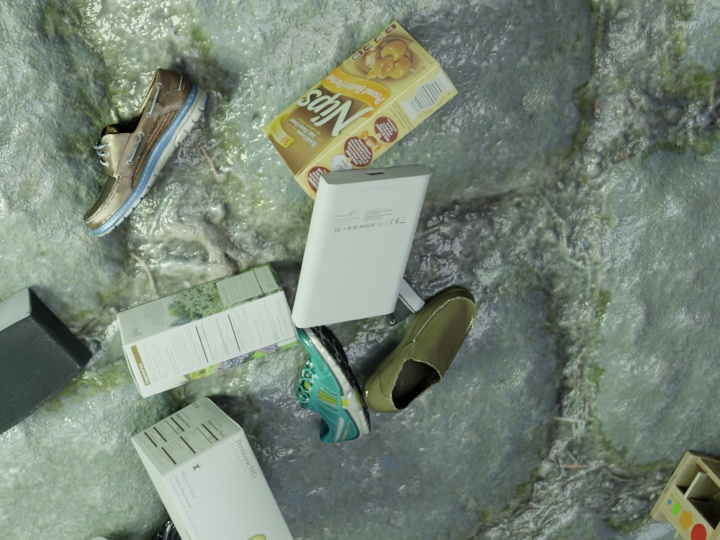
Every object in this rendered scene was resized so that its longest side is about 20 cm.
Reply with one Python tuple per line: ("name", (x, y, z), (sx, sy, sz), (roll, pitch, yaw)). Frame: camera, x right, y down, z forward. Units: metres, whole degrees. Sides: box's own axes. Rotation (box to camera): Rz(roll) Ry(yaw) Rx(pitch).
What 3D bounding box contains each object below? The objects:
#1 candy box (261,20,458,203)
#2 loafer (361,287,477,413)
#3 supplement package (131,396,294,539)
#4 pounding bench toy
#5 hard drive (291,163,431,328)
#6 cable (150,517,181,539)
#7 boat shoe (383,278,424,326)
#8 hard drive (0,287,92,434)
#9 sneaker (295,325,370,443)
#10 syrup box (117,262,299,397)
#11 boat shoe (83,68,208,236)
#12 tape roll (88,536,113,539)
("candy box", (-0.003, -0.178, 1.242), (0.200, 0.116, 0.055), (-38, 132, 3))
("loafer", (0.087, 0.110, 1.433), (0.200, 0.067, 0.076), (-51, 122, -7))
("supplement package", (-0.175, 0.282, 1.367), (0.111, 0.156, 0.201), (-29, 110, -18))
("pounding bench toy", (0.566, 0.346, 1.674), (0.124, 0.156, 0.201), (16, 109, -24))
("hard drive", (-0.001, -0.026, 1.272), (0.131, 0.026, 0.201), (-8, 132, -27))
("cable", (-0.203, 0.378, 1.499), (0.163, 0.051, 0.200), (28, 103, -26))
("boat shoe", (0.000, 0.000, 1.370), (0.066, 0.070, 0.200), (-42, 128, 4))
("hard drive", (-0.429, 0.125, 1.302), (0.200, 0.042, 0.135), (-35, 121, 1))
("sneaker", (-0.047, 0.147, 1.423), (0.079, 0.078, 0.201), (-19, 121, 2))
("syrup box", (-0.183, 0.070, 1.333), (0.199, 0.079, 0.082), (-20, 121, -8))
("boat shoe", (-0.252, -0.132, 1.220), (0.072, 0.072, 0.200), (34, 92, -24))
("tape roll", (-0.332, 0.442, 1.402), (0.066, 0.200, 0.201), (26, 106, -29))
